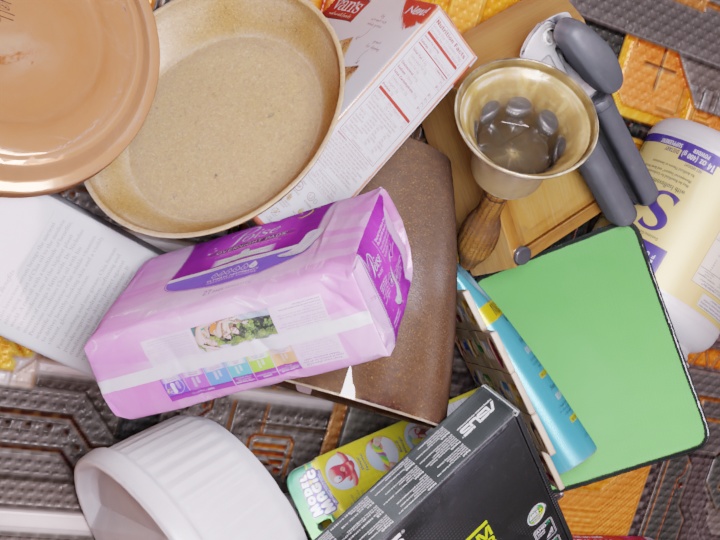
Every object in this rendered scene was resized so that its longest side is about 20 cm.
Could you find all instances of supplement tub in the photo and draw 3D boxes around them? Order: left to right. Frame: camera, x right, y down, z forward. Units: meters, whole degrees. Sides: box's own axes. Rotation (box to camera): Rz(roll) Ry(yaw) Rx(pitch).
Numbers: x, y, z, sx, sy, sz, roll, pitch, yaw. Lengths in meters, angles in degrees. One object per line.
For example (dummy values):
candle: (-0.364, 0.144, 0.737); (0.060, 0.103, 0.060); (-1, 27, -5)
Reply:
supplement tub: (0.278, -0.017, 1.140); (0.145, 0.145, 0.201); (31, 89, -34)

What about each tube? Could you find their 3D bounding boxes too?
tube: (0.125, 0.076, 1.069); (0.050, 0.077, 0.201); (-31, 87, 3)

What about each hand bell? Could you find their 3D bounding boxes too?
hand bell: (0.104, -0.057, 0.977); (0.104, 0.104, 0.201); (-24, 155, -21)

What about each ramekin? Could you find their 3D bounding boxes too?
ramekin: (-0.120, 0.200, 0.957); (0.094, 0.202, 0.204); (-35, 121, -28)

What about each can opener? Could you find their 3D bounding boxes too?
can opener: (0.189, -0.114, 1.005); (0.053, 0.067, 0.200); (-42, 122, -10)

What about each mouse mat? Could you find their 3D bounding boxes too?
mouse mat: (0.192, 0.076, 1.087); (0.008, 0.160, 0.202); (-1, 71, -65)

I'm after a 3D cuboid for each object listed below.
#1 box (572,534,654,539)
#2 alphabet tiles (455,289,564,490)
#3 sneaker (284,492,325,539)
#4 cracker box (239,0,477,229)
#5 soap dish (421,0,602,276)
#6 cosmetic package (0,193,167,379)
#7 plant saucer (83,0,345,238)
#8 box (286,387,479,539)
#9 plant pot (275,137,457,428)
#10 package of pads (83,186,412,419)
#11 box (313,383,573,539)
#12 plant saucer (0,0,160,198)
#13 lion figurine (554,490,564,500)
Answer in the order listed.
box: (0.233, 0.325, 1.257); (0.199, 0.095, 0.101); (9, 102, -32)
alphabet tiles: (0.109, 0.092, 1.026); (0.006, 0.200, 0.167); (-26, 91, -5)
sneaker: (-0.017, 0.192, 1.095); (0.199, 0.076, 0.116); (13, 60, -12)
cracker box: (-0.026, -0.114, 0.937); (0.200, 0.134, 0.058); (-48, 124, -8)
soap dish: (0.136, -0.111, 1.064); (0.157, 0.081, 0.201); (-31, 120, -18)
cosmetic package: (-0.208, 0.007, 0.908); (0.199, 0.071, 0.102); (31, 89, -34)
plant saucer: (-0.099, -0.105, 0.878); (0.200, 0.200, 0.035); (-49, 149, -7)
box: (0.040, 0.185, 1.047); (0.199, 0.048, 0.118); (-18, 73, -31)
plant pot: (0.000, 0.000, 0.982); (0.186, 0.186, 0.202); (20, 81, -33)
package of pads: (-0.068, 0.022, 0.827); (0.199, 0.121, 0.076); (-16, 115, 20)
box: (0.060, 0.213, 0.966); (0.200, 0.047, 0.194); (-40, 138, -14)
plant saucer: (-0.225, -0.149, 0.826); (0.199, 0.032, 0.202); (4, 81, -26)
lion figurine: (0.137, 0.275, 1.166); (0.201, 0.072, 0.122); (-54, 160, 10)
